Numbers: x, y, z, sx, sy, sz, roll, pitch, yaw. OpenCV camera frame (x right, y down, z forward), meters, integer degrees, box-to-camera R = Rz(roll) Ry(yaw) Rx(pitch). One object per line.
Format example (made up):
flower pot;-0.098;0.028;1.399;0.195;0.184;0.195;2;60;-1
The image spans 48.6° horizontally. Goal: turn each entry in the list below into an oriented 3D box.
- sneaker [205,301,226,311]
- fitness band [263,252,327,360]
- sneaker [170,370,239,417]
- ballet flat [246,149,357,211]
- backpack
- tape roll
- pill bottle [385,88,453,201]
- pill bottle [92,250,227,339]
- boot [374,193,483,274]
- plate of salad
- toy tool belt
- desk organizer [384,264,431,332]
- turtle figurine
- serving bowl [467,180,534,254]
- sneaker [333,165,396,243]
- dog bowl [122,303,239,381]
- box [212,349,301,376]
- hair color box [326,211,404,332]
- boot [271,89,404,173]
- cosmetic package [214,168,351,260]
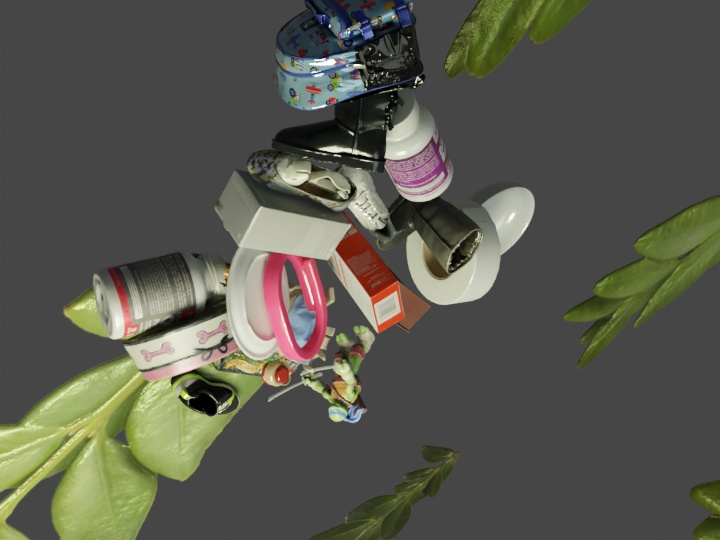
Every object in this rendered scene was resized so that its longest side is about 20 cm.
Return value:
sneaker;-0.212;0.089;1.415;0.200;0.116;0.075;-47;144;11
fitness band;-0.110;0.056;1.355;0.144;0.037;0.202;-54;135;-52
sneaker;-0.298;0.260;1.554;0.072;0.083;0.200;-42;144;6
ballet flat;-0.084;-0.152;1.277;0.198;0.072;0.072;19;118;-34
backpack;-0.032;-0.314;1.095;0.197;0.184;0.136;-20;134;-4
tape roll;0.178;-0.038;1.549;0.070;0.203;0.204;-5;133;-36
pill bottle;0.082;-0.214;1.348;0.112;0.113;0.200;-38;145;-1
pill bottle;-0.313;0.031;1.267;0.198;0.111;0.112;-15;139;-29
boot;0.123;-0.060;1.475;0.072;0.201;0.183;6;126;-43
plate of salad;-0.173;0.045;1.308;0.047;0.203;0.200;-3;152;23
toy tool belt;-0.112;0.123;1.474;0.124;0.122;0.203;19;82;-49
desk organizer;0.064;0.051;1.658;0.077;0.072;0.200;-46;144;6
turtle figurine;-0.060;0.194;1.624;0.145;0.197;0.195;105;7;-50
serving bowl;0.266;-0.109;1.664;0.198;0.066;0.202;-24;143;-20
sneaker;0.010;-0.119;1.417;0.075;0.081;0.200;-38;143;3
dog bowl;-0.286;0.119;1.320;0.197;0.075;0.200;-18;-176;1
box;-0.181;0.147;1.573;0.199;0.038;0.137;17;117;-49
hair color box;0.000;0.000;1.432;0.063;0.201;0.112;-29;144;-12
boot;-0.032;-0.247;1.227;0.073;0.195;0.165;-60;160;-76
cosmetic package;-0.127;-0.088;1.307;0.199;0.107;0.091;10;123;-49
